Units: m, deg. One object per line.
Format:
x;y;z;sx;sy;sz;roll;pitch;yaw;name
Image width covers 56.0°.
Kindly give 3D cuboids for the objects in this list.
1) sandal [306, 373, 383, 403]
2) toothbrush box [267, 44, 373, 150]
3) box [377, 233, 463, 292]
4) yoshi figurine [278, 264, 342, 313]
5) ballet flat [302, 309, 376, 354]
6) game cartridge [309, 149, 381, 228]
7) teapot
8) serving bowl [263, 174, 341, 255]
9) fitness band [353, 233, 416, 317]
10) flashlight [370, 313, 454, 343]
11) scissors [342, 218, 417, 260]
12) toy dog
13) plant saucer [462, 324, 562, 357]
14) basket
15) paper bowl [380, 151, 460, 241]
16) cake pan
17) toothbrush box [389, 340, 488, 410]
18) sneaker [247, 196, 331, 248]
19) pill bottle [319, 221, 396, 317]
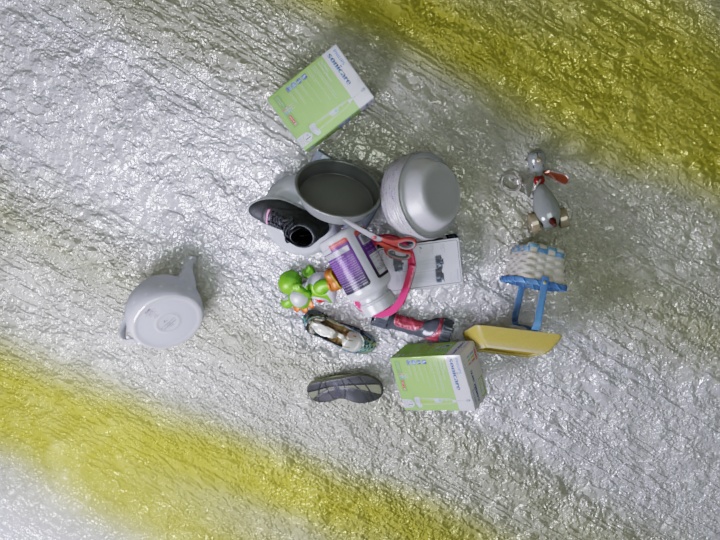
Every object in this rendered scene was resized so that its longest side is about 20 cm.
-0.039;0.291;1.723;0.200;0.057;0.080;-3;108;17;sandal
-0.088;-0.390;1.551;0.200;0.086;0.146;-37;95;8;toothbrush box
0.145;-0.016;1.648;0.199;0.060;0.117;-8;101;4;box
-0.128;0.026;1.633;0.199;0.113;0.112;-26;146;32;yoshi figurine
-0.055;0.163;1.687;0.199;0.074;0.075;22;101;-4;ballet flat
-0.051;-0.183;1.631;0.199;0.042;0.134;30;97;-5;game cartridge
-0.485;0.084;1.645;0.199;0.146;0.198;-11;131;-25;teapot
-0.145;-0.122;1.605;0.199;0.066;0.201;5;114;10;serving bowl
0.053;0.012;1.609;0.143;0.037;0.201;20;104;8;fitness band
0.130;0.129;1.677;0.199;0.068;0.068;17;75;-1;flashlight
0.036;-0.066;1.511;0.199;0.014;0.073;14;137;-24;scissors
0.430;-0.174;1.590;0.132;0.096;0.200;-34;99;7;toy dog
0.353;0.173;1.610;0.199;0.200;0.049;7;79;0;plant saucer
0.406;0.038;1.595;0.138;0.176;0.201;15;91;-5;basket
0.149;-0.170;1.541;0.200;0.104;0.202;4;84;-39;paper bowl
-0.052;-0.176;1.532;0.199;0.201;0.037;15;136;-2;cake pan
0.189;0.257;1.645;0.199;0.086;0.146;-8;105;38;toothbrush box
-0.172;-0.109;1.525;0.199;0.099;0.071;16;117;7;sneaker
0.000;0.000;1.541;0.111;0.111;0.201;-29;93;7;pill bottle
